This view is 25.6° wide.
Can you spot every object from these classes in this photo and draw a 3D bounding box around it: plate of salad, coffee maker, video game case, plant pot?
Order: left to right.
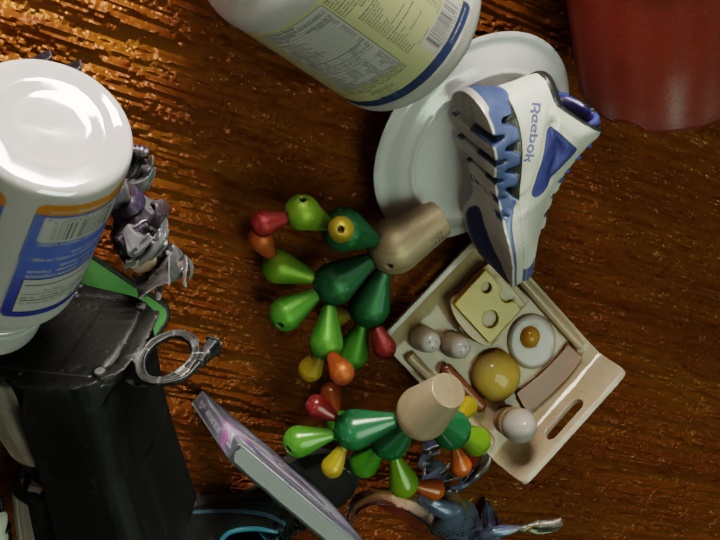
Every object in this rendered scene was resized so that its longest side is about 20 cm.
[{"bbox_3d":[-0.188,0.129,1.161,0.135,0.191,0.201,-40,135,-34],"label":"coffee maker"},{"bbox_3d":[-0.063,0.163,1.243,0.143,0.200,0.019,42,87,-15],"label":"video game case"},{"bbox_3d":[0.091,-0.116,1.341,0.199,0.048,0.201,-22,136,-22],"label":"plate of salad"},{"bbox_3d":[0.249,-0.234,1.302,0.200,0.201,0.196,-29,135,-21],"label":"plant pot"}]

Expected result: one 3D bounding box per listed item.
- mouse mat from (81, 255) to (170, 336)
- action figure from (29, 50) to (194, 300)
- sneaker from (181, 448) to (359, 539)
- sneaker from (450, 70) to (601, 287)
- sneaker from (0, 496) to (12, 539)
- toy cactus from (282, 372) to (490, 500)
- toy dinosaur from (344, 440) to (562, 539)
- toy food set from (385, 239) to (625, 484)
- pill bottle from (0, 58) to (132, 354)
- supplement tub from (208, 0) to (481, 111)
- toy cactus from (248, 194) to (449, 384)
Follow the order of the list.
[{"bbox_3d":[-0.252,0.051,1.203,0.161,0.008,0.200,-53,132,-1],"label":"mouse mat"},{"bbox_3d":[-0.175,-0.061,1.129,0.069,0.130,0.201,-36,122,-2],"label":"action figure"},{"bbox_3d":[-0.076,0.218,1.372,0.199,0.082,0.074,-20,121,-29],"label":"sneaker"},{"bbox_3d":[0.147,-0.085,1.315,0.114,0.081,0.200,-26,135,-16],"label":"sneaker"},{"bbox_3d":[-0.290,0.223,1.222,0.080,0.074,0.201,-39,131,-16],"label":"sneaker"},{"bbox_3d":[0.039,0.127,1.338,0.198,0.103,0.165,14,147,-22],"label":"toy cactus"},{"bbox_3d":[0.082,0.225,1.506,0.198,0.105,0.182,-16,135,-5],"label":"toy dinosaur"},{"bbox_3d":[0.130,0.075,1.427,0.144,0.060,0.200,-46,109,-8],"label":"toy food set"},{"bbox_3d":[-0.226,-0.033,1.037,0.111,0.113,0.200,-9,150,-33],"label":"pill bottle"},{"bbox_3d":[-0.023,-0.217,1.137,0.199,0.145,0.146,29,95,-42],"label":"supplement tub"},{"bbox_3d":[0.000,0.000,1.288,0.164,0.102,0.201,-31,126,-11],"label":"toy cactus"}]
